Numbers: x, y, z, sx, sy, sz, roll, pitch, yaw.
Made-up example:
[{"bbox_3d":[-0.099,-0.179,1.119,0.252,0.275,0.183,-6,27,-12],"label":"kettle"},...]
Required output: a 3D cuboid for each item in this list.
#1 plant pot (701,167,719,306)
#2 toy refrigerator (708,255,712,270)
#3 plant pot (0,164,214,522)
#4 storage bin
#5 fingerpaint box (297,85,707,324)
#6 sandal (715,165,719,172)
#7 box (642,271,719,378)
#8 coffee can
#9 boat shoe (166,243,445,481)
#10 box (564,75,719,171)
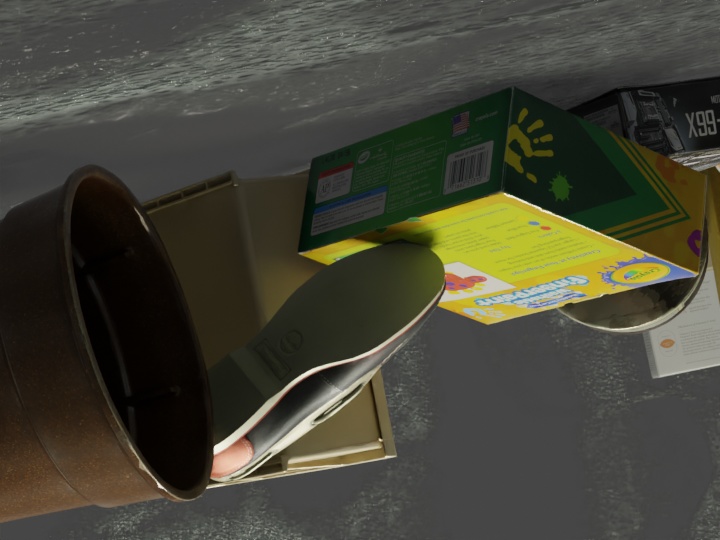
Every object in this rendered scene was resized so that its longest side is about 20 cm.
[{"bbox_3d":[0.387,-0.036,1.864,0.200,0.200,0.176,-13,165,18],"label":"plant pot"},{"bbox_3d":[0.450,-0.040,2.731,0.200,0.076,0.070,-10,176,-28],"label":"toy refrigerator"},{"bbox_3d":[-0.213,0.064,1.249,0.198,0.200,0.200,-18,175,11],"label":"plant pot"},{"bbox_3d":[-0.090,0.046,1.473,0.094,0.200,0.198,-6,174,-41],"label":"storage bin"},{"bbox_3d":[0.088,-0.037,1.365,0.167,0.073,0.200,21,158,-33],"label":"fingerpaint box"},{"bbox_3d":[0.299,-0.095,1.616,0.079,0.059,0.207,-12,176,2],"label":"sandal"},{"bbox_3d":[0.513,0.063,3.481,0.124,0.200,0.097,-11,176,0],"label":"box"},{"bbox_3d":[0.215,-0.021,1.794,0.146,0.147,0.200,-12,176,8],"label":"coffee can"},{"bbox_3d":[-0.027,0.058,1.339,0.200,0.071,0.063,-38,143,-1],"label":"boat shoe"},{"bbox_3d":[0.189,-0.087,1.473,0.158,0.050,0.200,-10,176,-27],"label":"box"}]
